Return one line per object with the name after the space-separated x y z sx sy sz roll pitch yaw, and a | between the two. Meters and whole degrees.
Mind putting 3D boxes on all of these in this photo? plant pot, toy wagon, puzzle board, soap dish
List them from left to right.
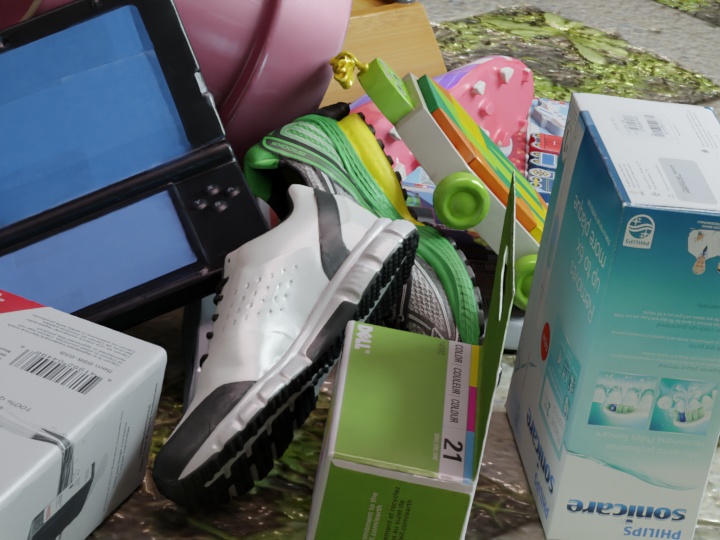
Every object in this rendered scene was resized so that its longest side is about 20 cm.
-0.129 -0.168 1.582 0.178 0.201 0.200 18 19 -30 | plant pot
-0.056 -0.172 1.846 0.157 0.082 0.200 -14 32 -33 | soap dish
0.059 -0.061 1.546 0.200 0.040 0.155 47 10 -22 | toy wagon
0.083 -0.092 1.827 0.150 0.017 0.200 11 25 0 | puzzle board

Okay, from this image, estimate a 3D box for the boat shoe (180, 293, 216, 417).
-0.064 0.032 1.465 0.066 0.074 0.200 11 38 -8 | boat shoe

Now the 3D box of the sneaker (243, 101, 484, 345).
0.000 0.000 1.499 0.085 0.078 0.200 -23 65 -30 | sneaker

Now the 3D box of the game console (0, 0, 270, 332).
-0.169 -0.050 1.442 0.199 0.117 0.176 -22 33 -4 | game console

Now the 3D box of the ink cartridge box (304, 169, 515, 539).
0.024 0.062 1.273 0.075 0.201 0.148 10 25 0 | ink cartridge box

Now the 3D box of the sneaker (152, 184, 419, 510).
-0.052 0.039 1.359 0.080 0.074 0.200 30 61 14 | sneaker

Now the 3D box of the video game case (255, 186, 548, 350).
0.033 -0.006 1.625 0.199 0.023 0.182 6 26 -7 | video game case

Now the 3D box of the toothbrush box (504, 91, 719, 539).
0.145 0.026 1.395 0.085 0.201 0.147 5 27 -9 | toothbrush box

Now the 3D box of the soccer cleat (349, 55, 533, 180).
0.046 -0.107 1.759 0.076 0.067 0.200 17 27 32 | soccer cleat

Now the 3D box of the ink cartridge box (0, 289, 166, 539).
-0.203 0.087 1.268 0.144 0.084 0.200 19 26 15 | ink cartridge box
